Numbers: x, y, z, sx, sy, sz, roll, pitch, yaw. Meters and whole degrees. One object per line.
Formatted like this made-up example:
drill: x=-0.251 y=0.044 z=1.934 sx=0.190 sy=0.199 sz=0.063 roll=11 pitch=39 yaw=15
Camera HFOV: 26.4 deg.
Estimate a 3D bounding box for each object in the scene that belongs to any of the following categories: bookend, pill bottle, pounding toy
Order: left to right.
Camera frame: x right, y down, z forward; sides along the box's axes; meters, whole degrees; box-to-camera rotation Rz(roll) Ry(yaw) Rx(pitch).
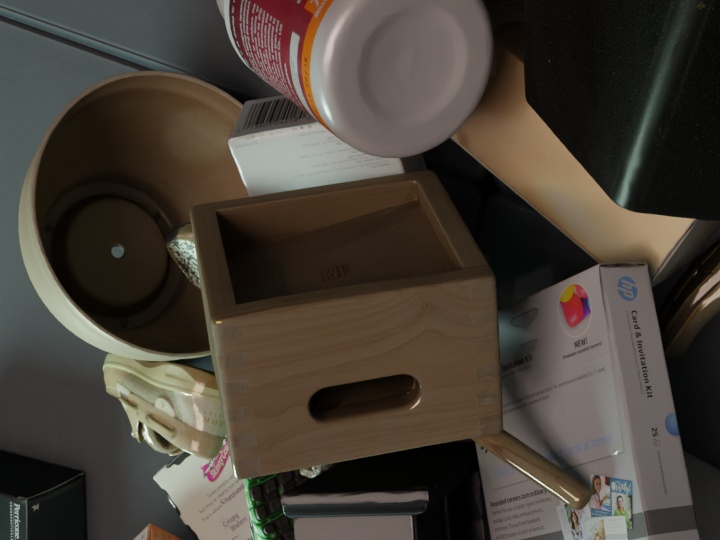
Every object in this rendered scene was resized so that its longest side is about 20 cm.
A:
pill bottle: x=-0.014 y=-0.150 z=0.914 sx=0.200 sy=0.112 sz=0.114 roll=41 pitch=125 yaw=54
pounding toy: x=0.013 y=0.047 z=0.896 sx=0.198 sy=0.184 sz=0.143 roll=-9 pitch=117 yaw=-7
bookend: x=0.030 y=0.221 z=0.970 sx=0.091 sy=0.200 sz=0.201 roll=-4 pitch=90 yaw=16

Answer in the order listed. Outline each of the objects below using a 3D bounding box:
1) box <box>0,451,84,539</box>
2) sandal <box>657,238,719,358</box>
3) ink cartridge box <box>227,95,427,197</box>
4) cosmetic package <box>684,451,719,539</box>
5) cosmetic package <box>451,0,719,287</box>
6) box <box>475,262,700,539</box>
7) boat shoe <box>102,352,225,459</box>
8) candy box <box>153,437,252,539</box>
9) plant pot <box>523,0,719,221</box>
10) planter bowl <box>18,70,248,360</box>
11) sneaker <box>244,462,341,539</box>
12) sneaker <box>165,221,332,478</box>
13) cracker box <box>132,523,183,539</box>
box: x=-0.310 y=0.263 z=1.306 sx=0.140 sy=0.079 sz=0.202 roll=10 pitch=106 yaw=30
sandal: x=0.248 y=-0.014 z=0.918 sx=0.054 sy=0.080 sz=0.201 roll=36 pitch=119 yaw=1
ink cartridge box: x=-0.002 y=-0.025 z=1.017 sx=0.108 sy=0.051 sz=0.201 roll=-7 pitch=126 yaw=18
cosmetic package: x=0.234 y=0.193 z=0.952 sx=0.199 sy=0.107 sz=0.086 roll=28 pitch=117 yaw=24
cosmetic package: x=0.133 y=-0.083 z=0.950 sx=0.200 sy=0.105 sz=0.071 roll=41 pitch=120 yaw=15
box: x=0.127 y=0.113 z=0.910 sx=0.156 sy=0.041 sz=0.202 roll=-30 pitch=66 yaw=57
boat shoe: x=-0.147 y=0.101 z=1.132 sx=0.199 sy=0.072 sz=0.066 roll=2 pitch=76 yaw=61
candy box: x=-0.045 y=0.192 z=1.143 sx=0.136 sy=0.061 sz=0.201 roll=-41 pitch=81 yaw=30
plant pot: x=0.195 y=-0.133 z=0.812 sx=0.200 sy=0.198 sz=0.179 roll=-121 pitch=41 yaw=-53
planter bowl: x=-0.159 y=-0.025 z=1.099 sx=0.134 sy=0.199 sz=0.202 roll=-25 pitch=88 yaw=57
sneaker: x=-0.052 y=0.187 z=1.067 sx=0.085 sy=0.077 sz=0.202 roll=-13 pitch=81 yaw=63
sneaker: x=-0.062 y=0.054 z=1.005 sx=0.200 sy=0.089 sz=0.077 roll=48 pitch=141 yaw=-11
cracker box: x=-0.166 y=0.297 z=1.204 sx=0.133 sy=0.058 sz=0.200 roll=32 pitch=123 yaw=-22
